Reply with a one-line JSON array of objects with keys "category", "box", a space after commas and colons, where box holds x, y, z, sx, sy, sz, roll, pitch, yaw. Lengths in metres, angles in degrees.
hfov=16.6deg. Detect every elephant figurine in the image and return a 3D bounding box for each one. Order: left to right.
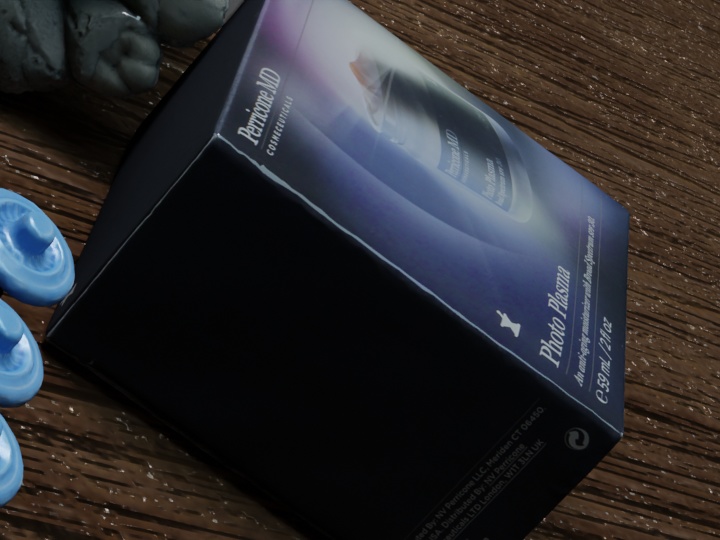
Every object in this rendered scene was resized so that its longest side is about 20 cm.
[{"category": "elephant figurine", "box": [-0.128, -0.160, 1.107, 0.141, 0.155, 0.200, -8, 24, -3]}]

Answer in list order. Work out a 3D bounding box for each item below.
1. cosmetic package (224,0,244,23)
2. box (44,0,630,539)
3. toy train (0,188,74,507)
[{"category": "cosmetic package", "box": [-0.031, -0.225, 1.232, 0.083, 0.200, 0.051, 43, 26, 1]}, {"category": "box", "box": [0.000, 0.000, 1.014, 0.198, 0.123, 0.200, 35, 25, -12]}, {"category": "toy train", "box": [-0.162, 0.018, 0.779, 0.114, 0.087, 0.200, 41, 28, -21]}]
